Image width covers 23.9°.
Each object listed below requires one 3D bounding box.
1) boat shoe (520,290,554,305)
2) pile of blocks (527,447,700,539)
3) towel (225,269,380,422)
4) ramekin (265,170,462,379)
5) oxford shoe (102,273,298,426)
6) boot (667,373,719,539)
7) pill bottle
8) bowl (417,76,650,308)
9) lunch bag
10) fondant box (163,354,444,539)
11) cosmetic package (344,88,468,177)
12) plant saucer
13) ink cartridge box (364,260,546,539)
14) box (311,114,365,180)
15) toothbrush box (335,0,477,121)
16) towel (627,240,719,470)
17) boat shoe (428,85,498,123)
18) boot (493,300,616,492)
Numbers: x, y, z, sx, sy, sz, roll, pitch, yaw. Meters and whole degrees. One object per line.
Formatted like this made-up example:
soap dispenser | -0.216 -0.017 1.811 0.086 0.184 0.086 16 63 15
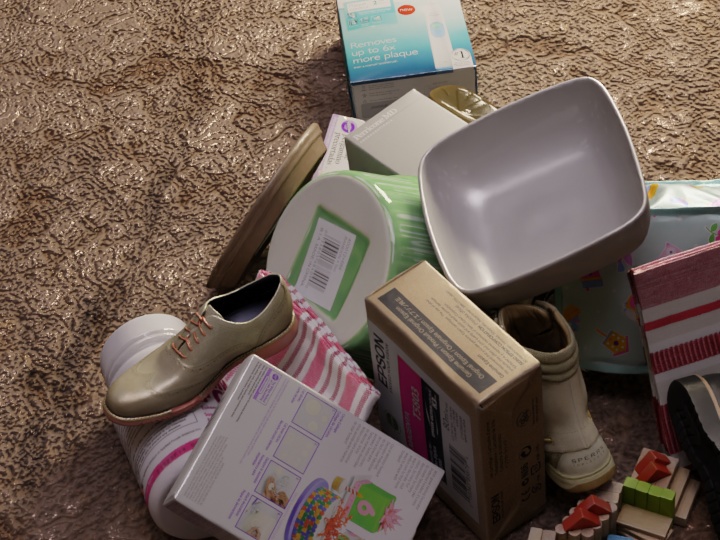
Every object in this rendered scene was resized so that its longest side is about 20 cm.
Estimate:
boat shoe | 0.196 -0.015 1.665 0.064 0.201 0.072 20 5 -10
pile of blocks | 0.221 0.220 1.483 0.199 0.062 0.082 -34 50 -25
towel | -0.073 0.111 1.583 0.030 0.147 0.200 12 27 -44
ramekin | 0.000 0.000 1.626 0.097 0.201 0.200 12 26 -44
oxford shoe | -0.146 0.065 1.512 0.199 0.074 0.071 -33 52 -24
boot | 0.369 0.171 1.483 0.137 0.078 0.201 -12 70 -15
pill bottle | -0.169 0.139 1.574 0.113 0.114 0.200 -20 46 -13
bowl | 0.161 -0.061 1.538 0.199 0.075 0.201 -24 48 12
lunch bag | 0.279 0.004 1.608 0.198 0.172 0.122 -3 18 5
fondant box | -0.048 0.187 1.459 0.199 0.058 0.145 31 68 -6
cosmetic package | 0.087 -0.089 1.730 0.107 0.091 0.200 -37 55 -24
plant saucer | -0.092 -0.060 1.731 0.029 0.200 0.200 34 52 -1
ink cartridge box | 0.085 0.119 1.503 0.075 0.201 0.165 -31 48 -22
box | -0.036 -0.075 1.804 0.038 0.042 0.201 13 56 4
toothbrush box | 0.052 -0.254 1.975 0.145 0.086 0.201 -7 43 -1
towel | 0.325 0.072 1.540 0.143 0.201 0.023 -16 16 -10
boat shoe | 0.146 -0.121 1.788 0.200 0.063 0.073 35 40 26
boot | 0.150 0.094 1.531 0.072 0.156 0.200 -26 27 -14
